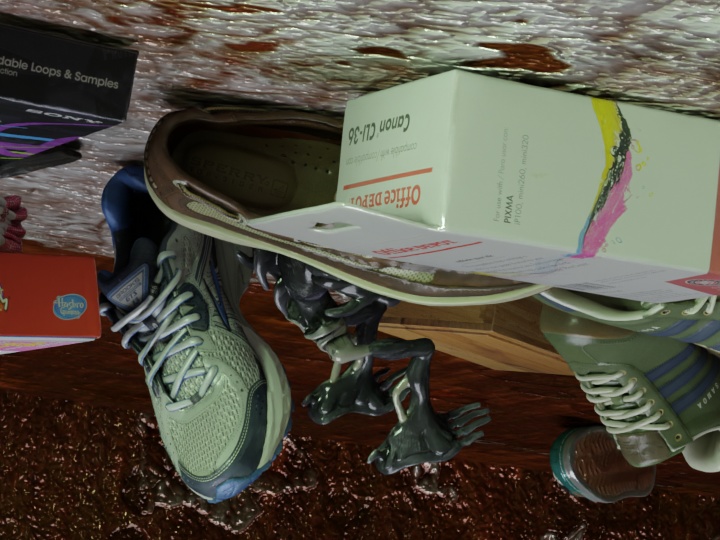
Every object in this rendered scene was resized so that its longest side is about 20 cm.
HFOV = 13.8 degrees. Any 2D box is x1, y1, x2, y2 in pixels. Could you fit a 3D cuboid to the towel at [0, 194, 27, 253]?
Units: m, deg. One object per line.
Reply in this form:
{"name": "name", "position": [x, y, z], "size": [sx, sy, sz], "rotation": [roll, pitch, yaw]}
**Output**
{"name": "towel", "position": [-0.258, -0.038, 1.349], "size": [0.146, 0.030, 0.200], "rotation": [-6, 163, 22]}

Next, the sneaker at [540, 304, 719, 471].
{"name": "sneaker", "position": [0.176, 0.073, 1.806], "size": [0.067, 0.090, 0.200], "rotation": [4, 172, 39]}

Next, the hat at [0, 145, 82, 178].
{"name": "hat", "position": [-0.244, -0.035, 1.494], "size": [0.200, 0.081, 0.201], "rotation": [8, 172, 1]}

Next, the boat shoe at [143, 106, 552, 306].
{"name": "boat shoe", "position": [0.002, -0.031, 1.315], "size": [0.202, 0.075, 0.075], "rotation": [8, 167, 1]}

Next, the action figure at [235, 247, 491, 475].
{"name": "action figure", "position": [0.000, 0.000, 1.450], "size": [0.119, 0.102, 0.200], "rotation": [33, 153, 43]}

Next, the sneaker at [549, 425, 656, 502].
{"name": "sneaker", "position": [0.208, 0.183, 2.787], "size": [0.080, 0.072, 0.200], "rotation": [-1, 171, 26]}

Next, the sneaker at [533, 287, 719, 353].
{"name": "sneaker", "position": [0.164, 0.006, 1.436], "size": [0.200, 0.067, 0.090], "rotation": [9, 179, 14]}

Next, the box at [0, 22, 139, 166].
{"name": "box", "position": [-0.193, -0.080, 1.273], "size": [0.143, 0.036, 0.200], "rotation": [10, 171, -21]}

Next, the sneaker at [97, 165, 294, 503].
{"name": "sneaker", "position": [-0.096, 0.029, 1.505], "size": [0.077, 0.200, 0.085], "rotation": [-35, 138, 21]}

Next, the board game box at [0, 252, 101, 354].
{"name": "board game box", "position": [-0.244, 0.019, 1.386], "size": [0.153, 0.040, 0.200], "rotation": [-9, 173, 38]}

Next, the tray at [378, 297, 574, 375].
{"name": "tray", "position": [0.085, 0.036, 1.901], "size": [0.098, 0.037, 0.200], "rotation": [4, 173, 29]}

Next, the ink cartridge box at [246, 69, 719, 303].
{"name": "ink cartridge box", "position": [0.065, -0.035, 1.226], "size": [0.200, 0.068, 0.116], "rotation": [9, 173, -22]}
